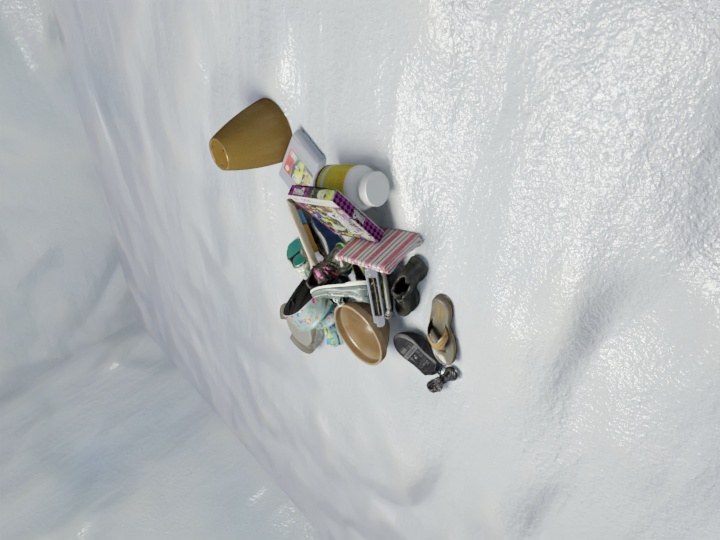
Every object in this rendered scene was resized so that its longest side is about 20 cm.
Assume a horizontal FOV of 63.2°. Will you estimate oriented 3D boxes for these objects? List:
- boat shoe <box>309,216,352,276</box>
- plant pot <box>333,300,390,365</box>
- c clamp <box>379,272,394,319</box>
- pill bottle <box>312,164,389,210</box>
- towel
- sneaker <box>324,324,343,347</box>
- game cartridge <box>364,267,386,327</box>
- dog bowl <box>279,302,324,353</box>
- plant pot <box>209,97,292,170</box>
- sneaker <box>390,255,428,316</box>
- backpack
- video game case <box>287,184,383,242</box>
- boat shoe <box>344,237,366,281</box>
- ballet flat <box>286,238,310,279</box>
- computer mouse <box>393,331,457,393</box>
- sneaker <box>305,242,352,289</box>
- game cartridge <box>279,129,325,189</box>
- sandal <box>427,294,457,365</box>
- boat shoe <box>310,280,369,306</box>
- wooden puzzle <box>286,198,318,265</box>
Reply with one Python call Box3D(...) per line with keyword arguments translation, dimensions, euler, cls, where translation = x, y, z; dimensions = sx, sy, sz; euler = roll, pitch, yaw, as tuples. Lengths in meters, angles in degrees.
Box3D(translation=(-0.086, -0.068, 1.712), dimensions=(0.203, 0.071, 0.072), euler=(63, 153, 11), cls="boat shoe")
Box3D(translation=(0.020, 0.162, 1.684), dimensions=(0.199, 0.092, 0.204), euler=(36, 145, 30), cls="plant pot")
Box3D(translation=(0.067, 0.045, 1.533), dimensions=(0.026, 0.172, 0.204), euler=(-7, 119, 6), cls="c clamp")
Box3D(translation=(-0.023, -0.209, 1.469), dimensions=(0.198, 0.110, 0.114), euler=(11, 125, 48), cls="pill bottle")
Box3D(translation=(0.044, -0.054, 1.476), dimensions=(0.198, 0.146, 0.030), euler=(15, 137, 46), cls="towel")
Box3D(translation=(-0.031, 0.207, 1.796), dimensions=(0.198, 0.130, 0.081), euler=(28, 136, 36), cls="sneaker")
Box3D(translation=(0.044, 0.031, 1.562), dimensions=(0.039, 0.135, 0.204), euler=(-6, 125, 7), cls="game cartridge")
Box3D(translation=(-0.205, 0.193, 2.078), dimensions=(0.198, 0.058, 0.204), euler=(32, 138, 33), cls="dog bowl")
Box3D(translation=(-0.321, -0.363, 1.660), dimensions=(0.185, 0.199, 0.190), euler=(31, 139, 32), cls="plant pot")
Box3D(translation=(0.112, 0.054, 1.521), dimensions=(0.075, 0.090, 0.203), euler=(32, 141, 23), cls="sneaker")
Box3D(translation=(-0.136, 0.095, 1.781), dimensions=(0.151, 0.201, 0.176), euler=(51, 148, -18), cls="backpack")
Box3D(translation=(-0.061, -0.143, 1.467), dimensions=(0.179, 0.036, 0.199), euler=(16, 164, 45), cls="video game case")
Box3D(translation=(0.000, 0.000, 1.647), dimensions=(0.073, 0.062, 0.204), euler=(12, 125, 52), cls="boat shoe")
Box3D(translation=(-0.188, -0.029, 1.814), dimensions=(0.201, 0.070, 0.073), euler=(-114, 10, -61), cls="ballet flat")
Box3D(translation=(0.175, 0.239, 1.627), dimensions=(0.200, 0.053, 0.139), euler=(44, 140, 3), cls="computer mouse")
Box3D(translation=(-0.086, -0.002, 1.614), dimensions=(0.077, 0.084, 0.200), euler=(47, 134, 3), cls="sneaker")
Box3D(translation=(-0.165, -0.286, 1.665), dimensions=(0.133, 0.041, 0.201), euler=(48, 146, 9), cls="game cartridge")
Box3D(translation=(0.205, 0.160, 1.510), dimensions=(0.081, 0.054, 0.204), euler=(21, 128, 37), cls="sandal")
Box3D(translation=(-0.056, 0.067, 1.611), dimensions=(0.196, 0.072, 0.064), euler=(-9, 86, 31), cls="boat shoe")
Box3D(translation=(-0.167, -0.120, 1.728), dimensions=(0.200, 0.036, 0.189), euler=(-120, 8, -76), cls="wooden puzzle")
